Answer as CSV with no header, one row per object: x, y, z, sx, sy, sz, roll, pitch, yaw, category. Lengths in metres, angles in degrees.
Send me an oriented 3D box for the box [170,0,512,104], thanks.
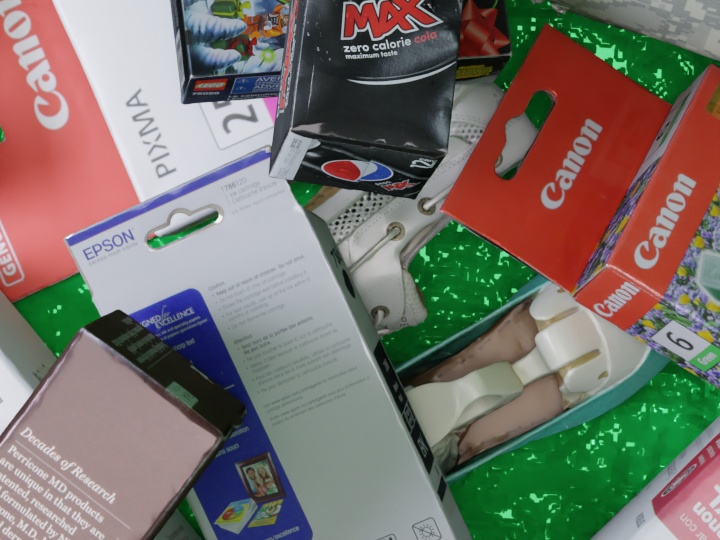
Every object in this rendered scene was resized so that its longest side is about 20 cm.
-0.018,-0.174,1.105,0.136,0.040,0.201,-5,77,-12,box

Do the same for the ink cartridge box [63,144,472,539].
-0.035,0.053,1.087,0.099,0.039,0.201,-22,99,11,ink cartridge box

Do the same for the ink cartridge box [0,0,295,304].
-0.123,-0.107,1.153,0.173,0.044,0.201,-24,90,3,ink cartridge box

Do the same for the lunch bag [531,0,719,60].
0.155,-0.155,1.067,0.199,0.168,0.140,17,93,4,lunch bag

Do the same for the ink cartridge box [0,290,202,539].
-0.169,0.116,1.141,0.144,0.085,0.200,-39,88,6,ink cartridge box

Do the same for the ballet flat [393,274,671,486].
0.068,0.045,1.128,0.200,0.070,0.068,-32,89,4,ballet flat

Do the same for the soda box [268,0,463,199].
0.009,-0.135,1.042,0.063,0.071,0.201,8,75,-7,soda box

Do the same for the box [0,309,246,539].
-0.132,0.116,1.009,0.075,0.100,0.200,39,93,0,box

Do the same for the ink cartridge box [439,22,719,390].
0.146,-0.021,1.102,0.200,0.050,0.109,31,68,-4,ink cartridge box

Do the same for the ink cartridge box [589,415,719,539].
0.110,0.159,1.091,0.200,0.146,0.083,-43,87,4,ink cartridge box

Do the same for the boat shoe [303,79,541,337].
0.000,0.000,1.132,0.069,0.071,0.200,42,93,4,boat shoe
